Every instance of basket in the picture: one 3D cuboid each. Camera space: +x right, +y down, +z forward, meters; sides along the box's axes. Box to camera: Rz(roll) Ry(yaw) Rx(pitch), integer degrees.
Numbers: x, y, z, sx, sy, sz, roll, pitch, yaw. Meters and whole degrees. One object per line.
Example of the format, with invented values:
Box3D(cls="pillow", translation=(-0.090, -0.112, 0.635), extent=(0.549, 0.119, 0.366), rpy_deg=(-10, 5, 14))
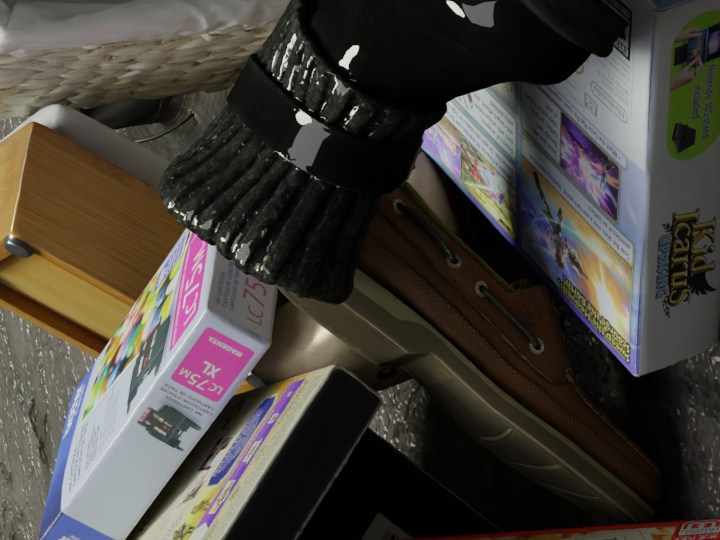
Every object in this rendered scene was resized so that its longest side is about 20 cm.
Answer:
Box3D(cls="basket", translation=(-0.138, -0.189, 1.223), extent=(0.161, 0.198, 0.201), rpy_deg=(-37, 66, 61))

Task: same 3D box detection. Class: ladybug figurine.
Box3D(cls="ladybug figurine", translation=(0.000, 0.000, 1.136), extent=(0.136, 0.072, 0.200), rpy_deg=(-51, 18, 8))

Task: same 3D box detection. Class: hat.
Box3D(cls="hat", translation=(-0.149, -0.137, 1.401), extent=(0.201, 0.081, 0.201), rpy_deg=(33, 128, 55))

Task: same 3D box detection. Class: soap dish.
Box3D(cls="soap dish", translation=(-0.120, 0.000, 1.284), extent=(0.157, 0.200, 0.081), rpy_deg=(-21, 42, 63))

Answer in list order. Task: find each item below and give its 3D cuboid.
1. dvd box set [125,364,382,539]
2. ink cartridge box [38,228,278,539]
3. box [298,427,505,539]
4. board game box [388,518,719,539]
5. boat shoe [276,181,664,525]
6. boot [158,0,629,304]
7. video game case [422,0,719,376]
Box3D(cls="dvd box set", translation=(-0.069, 0.117, 1.073), extent=(0.029, 0.147, 0.200), rpy_deg=(37, 161, -11))
Box3D(cls="ink cartridge box", translation=(-0.100, 0.057, 1.136), extent=(0.200, 0.042, 0.119), rpy_deg=(-55, 17, 32))
Box3D(cls="box", translation=(-0.015, 0.168, 1.167), extent=(0.148, 0.107, 0.200), rpy_deg=(38, 154, -11))
Box3D(cls="board game box", translation=(0.068, 0.188, 1.011), extent=(0.046, 0.199, 0.152), rpy_deg=(-36, -60, -73))
Box3D(cls="boat shoe", translation=(0.061, 0.032, 1.016), extent=(0.200, 0.068, 0.072), rpy_deg=(39, 163, -18))
Box3D(cls="boot", translation=(0.008, -0.059, 0.900), extent=(0.158, 0.079, 0.211), rpy_deg=(-58, 21, 0))
Box3D(cls="video game case", translation=(0.080, -0.086, 0.986), extent=(0.200, 0.045, 0.182), rpy_deg=(50, 152, 43))
